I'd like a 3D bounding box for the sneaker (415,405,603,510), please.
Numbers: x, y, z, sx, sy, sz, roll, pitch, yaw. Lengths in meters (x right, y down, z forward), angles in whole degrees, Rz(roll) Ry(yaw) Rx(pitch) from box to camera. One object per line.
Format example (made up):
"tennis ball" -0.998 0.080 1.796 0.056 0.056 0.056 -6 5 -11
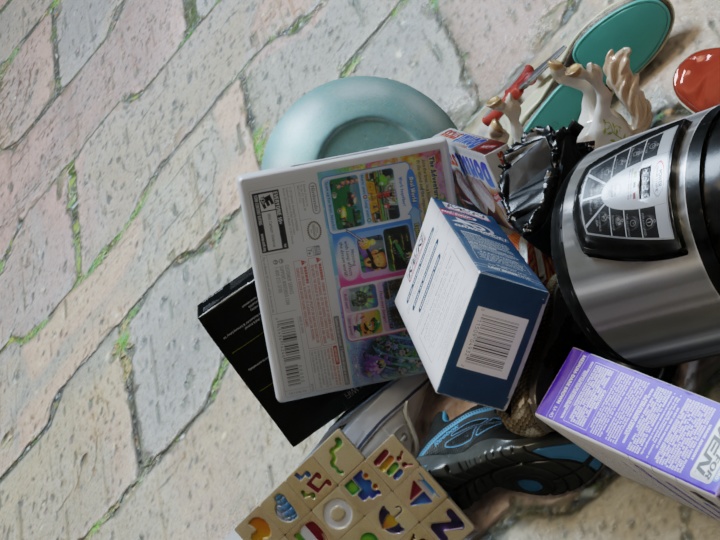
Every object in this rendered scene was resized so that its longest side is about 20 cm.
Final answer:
"sneaker" 0.115 0.136 1.301 0.199 0.073 0.082 -16 45 45

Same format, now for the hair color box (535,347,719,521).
"hair color box" 0.225 0.124 1.121 0.065 0.109 0.200 -58 32 -5

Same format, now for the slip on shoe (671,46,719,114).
"slip on shoe" 0.312 -0.148 1.289 0.074 0.061 0.200 -58 30 1

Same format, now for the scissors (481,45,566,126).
"scissors" 0.151 -0.168 1.502 0.073 0.014 0.200 -50 5 -3

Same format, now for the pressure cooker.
"pressure cooker" 0.258 -0.031 1.152 0.199 0.177 0.178 -17 16 46

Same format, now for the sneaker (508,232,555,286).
"sneaker" 0.127 0.045 1.364 0.077 0.073 0.200 -34 21 37

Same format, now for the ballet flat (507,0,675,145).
"ballet flat" 0.204 -0.180 1.472 0.200 0.069 0.070 -46 33 20

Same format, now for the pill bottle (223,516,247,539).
"pill bottle" -0.133 0.317 1.447 0.200 0.113 0.113 -46 33 18

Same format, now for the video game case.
"video game case" 0.000 0.000 1.385 0.181 0.201 0.024 -11 14 -7

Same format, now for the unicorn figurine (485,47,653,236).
"unicorn figurine" 0.165 -0.103 1.413 0.199 0.138 0.074 -21 34 24

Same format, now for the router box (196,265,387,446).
"router box" -0.023 0.038 1.433 0.199 0.150 0.051 -34 14 3

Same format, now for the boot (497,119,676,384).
"boot" 0.175 -0.007 1.253 0.073 0.162 0.199 -21 47 35

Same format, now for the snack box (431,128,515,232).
"snack box" 0.105 -0.079 1.375 0.024 0.072 0.200 -26 12 -5

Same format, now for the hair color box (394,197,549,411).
"hair color box" 0.083 0.022 1.267 0.200 0.060 0.101 -113 41 -70

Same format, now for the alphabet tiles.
"alphabet tiles" -0.007 0.234 1.329 0.200 0.167 0.006 -45 -7 19

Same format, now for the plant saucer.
"plant saucer" 0.009 -0.084 1.473 0.202 0.200 0.039 -64 2 -12

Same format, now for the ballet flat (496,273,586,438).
"ballet flat" 0.145 0.065 1.276 0.046 0.068 0.200 -21 25 30

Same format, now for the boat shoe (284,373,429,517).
"boat shoe" 0.018 0.162 1.417 0.074 0.086 0.202 -30 11 44
